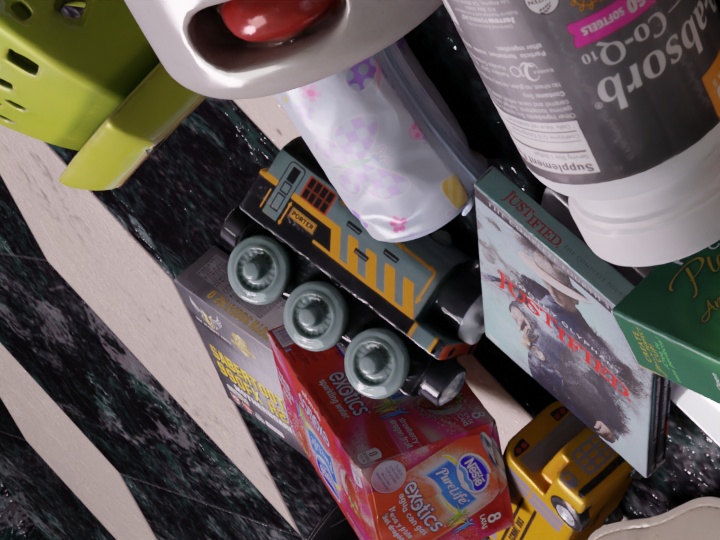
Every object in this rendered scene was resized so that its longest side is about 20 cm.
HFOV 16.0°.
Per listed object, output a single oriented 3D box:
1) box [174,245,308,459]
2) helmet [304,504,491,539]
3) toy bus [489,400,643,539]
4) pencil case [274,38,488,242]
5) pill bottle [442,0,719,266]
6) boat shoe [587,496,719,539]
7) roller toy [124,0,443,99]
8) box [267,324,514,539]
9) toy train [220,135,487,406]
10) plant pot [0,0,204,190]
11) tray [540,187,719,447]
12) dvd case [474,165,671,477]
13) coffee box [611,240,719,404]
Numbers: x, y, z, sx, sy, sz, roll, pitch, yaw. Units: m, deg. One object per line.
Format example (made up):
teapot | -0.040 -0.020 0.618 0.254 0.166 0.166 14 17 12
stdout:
box | -0.051 0.087 2.051 0.200 0.048 0.158 34 157 37
helmet | 0.034 0.261 1.978 0.200 0.191 0.200 6 103 27
toy bus | 0.135 0.147 1.722 0.078 0.065 0.200 47 162 14
pencil case | -0.003 -0.113 1.496 0.091 0.083 0.200 -17 118 29
pill bottle | 0.112 -0.106 1.194 0.116 0.116 0.200 23 149 53
boat shoe | 0.218 0.186 1.615 0.059 0.072 0.200 13 163 -28
roller toy | -0.042 -0.187 1.275 0.200 0.182 0.140 21 146 55
box | 0.019 0.107 1.746 0.200 0.100 0.096 -128 21 -56
toy train | 0.000 0.000 1.670 0.200 0.114 0.085 38 -162 20
plant pot | -0.157 -0.170 1.568 0.181 0.200 0.199 44 161 -5
tray | 0.177 0.034 1.469 0.200 0.022 0.107 44 160 14
dvd case | 0.126 0.034 1.518 0.146 0.022 0.200 42 162 21
coffee box | 0.226 0.023 1.184 0.200 0.123 0.044 25 153 49
